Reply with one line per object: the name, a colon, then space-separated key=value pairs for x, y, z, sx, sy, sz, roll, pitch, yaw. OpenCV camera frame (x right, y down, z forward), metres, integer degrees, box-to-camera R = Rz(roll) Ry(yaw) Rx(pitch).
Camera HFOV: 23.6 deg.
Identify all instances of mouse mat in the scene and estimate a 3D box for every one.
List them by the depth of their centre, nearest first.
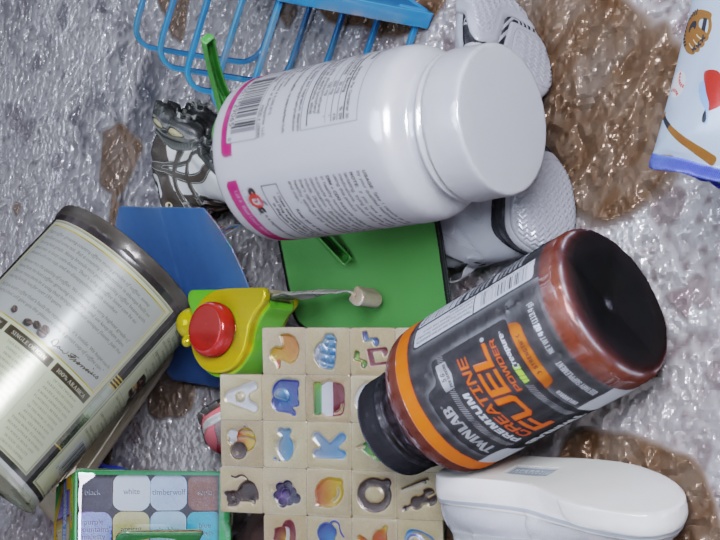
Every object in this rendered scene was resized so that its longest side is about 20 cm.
mouse mat: x=0.000 y=0.000 z=1.246 sx=0.200 sy=0.008 sz=0.161 roll=25 pitch=132 yaw=47

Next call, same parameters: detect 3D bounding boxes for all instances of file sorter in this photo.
file sorter: x=-0.070 y=-0.188 z=1.334 sx=0.200 sy=0.139 sz=0.123 roll=42 pitch=118 yaw=46

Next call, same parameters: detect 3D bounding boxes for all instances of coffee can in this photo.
coffee can: x=-0.247 y=0.069 z=1.365 sx=0.200 sy=0.146 sz=0.146 roll=-49 pitch=35 yaw=-19

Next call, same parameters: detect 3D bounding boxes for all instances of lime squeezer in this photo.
lime squeezer: x=-0.077 y=-0.084 z=1.221 sx=0.038 sy=0.200 sz=0.071 roll=-34 pitch=28 yaw=-5

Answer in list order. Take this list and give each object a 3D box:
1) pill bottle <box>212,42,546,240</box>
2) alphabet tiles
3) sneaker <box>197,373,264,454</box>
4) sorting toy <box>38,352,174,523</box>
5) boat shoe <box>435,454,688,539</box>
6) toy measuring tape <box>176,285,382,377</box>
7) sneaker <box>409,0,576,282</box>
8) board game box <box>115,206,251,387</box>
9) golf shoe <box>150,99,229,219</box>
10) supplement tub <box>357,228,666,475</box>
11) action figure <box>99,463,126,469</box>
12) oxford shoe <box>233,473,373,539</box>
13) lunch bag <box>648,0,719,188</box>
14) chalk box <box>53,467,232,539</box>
pill bottle: x=0.011 y=-0.083 z=1.112 sx=0.200 sy=0.113 sz=0.114 roll=-6 pitch=79 yaw=40
alphabet tiles: x=-0.006 y=0.123 z=1.207 sx=0.200 sy=0.006 sz=0.167 roll=-1 pitch=91 yaw=19
sneaker: x=-0.058 y=0.121 z=1.316 sx=0.200 sy=0.074 sz=0.087 roll=-33 pitch=80 yaw=51
sorting toy: x=-0.270 y=0.092 z=1.510 sx=0.185 sy=0.036 sz=0.200 roll=39 pitch=102 yaw=33
boat shoe: x=0.125 y=0.162 z=1.090 sx=0.200 sy=0.072 sz=0.069 roll=-2 pitch=104 yaw=44
toy measuring tape: x=-0.066 y=0.048 z=1.285 sx=0.200 sy=0.074 sz=0.074 roll=-2 pitch=82 yaw=41
sneaker: x=0.074 y=-0.091 z=1.184 sx=0.115 sy=0.075 sz=0.200 roll=-27 pitch=66 yaw=42
board game box: x=-0.130 y=0.017 z=1.430 sx=0.200 sy=0.039 sz=0.158 roll=3 pitch=112 yaw=53
golf shoe: x=-0.119 y=-0.072 z=1.431 sx=0.200 sy=0.078 sz=0.095 roll=43 pitch=123 yaw=56
supplement tub: x=0.090 y=0.062 z=1.101 sx=0.200 sy=0.107 sz=0.107 roll=-34 pitch=58 yaw=36
action figure: x=-0.277 y=0.180 z=1.560 sx=0.200 sy=0.099 sz=0.065 roll=24 pitch=101 yaw=53
oxford shoe: x=-0.045 y=0.186 z=1.290 sx=0.200 sy=0.071 sz=0.073 roll=-44 pitch=48 yaw=39
lunch bag: x=0.273 y=-0.109 z=0.913 sx=0.200 sy=0.124 sz=0.170 roll=18 pitch=98 yaw=37
chalk box: x=-0.169 y=0.219 z=1.340 sx=0.200 sy=0.124 sz=0.124 roll=146 pitch=125 yaw=-72
